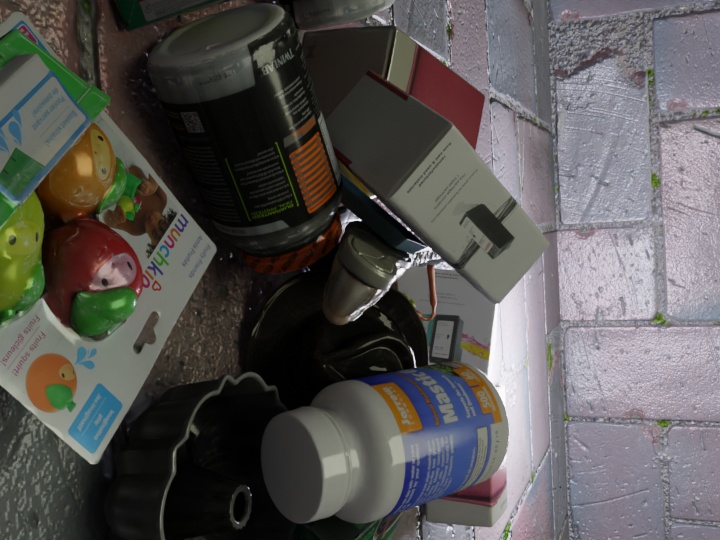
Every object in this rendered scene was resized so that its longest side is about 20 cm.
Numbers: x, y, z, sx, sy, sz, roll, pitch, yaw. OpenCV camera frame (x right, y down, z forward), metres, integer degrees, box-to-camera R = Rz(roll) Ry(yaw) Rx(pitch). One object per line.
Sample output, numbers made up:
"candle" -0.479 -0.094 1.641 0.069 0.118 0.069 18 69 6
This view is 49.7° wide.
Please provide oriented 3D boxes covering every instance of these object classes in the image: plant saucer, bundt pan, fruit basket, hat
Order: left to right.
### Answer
"fruit basket" -0.170 -0.025 0.444 0.200 0.093 0.186 51 39 -27
"bundt pan" -0.123 0.179 0.597 0.202 0.075 0.205 -2 90 -69
"plant saucer" -0.020 -0.083 0.771 0.019 0.200 0.070 -53 159 10
"hat" -0.008 0.095 0.740 0.081 0.198 0.203 -168 -109 -67

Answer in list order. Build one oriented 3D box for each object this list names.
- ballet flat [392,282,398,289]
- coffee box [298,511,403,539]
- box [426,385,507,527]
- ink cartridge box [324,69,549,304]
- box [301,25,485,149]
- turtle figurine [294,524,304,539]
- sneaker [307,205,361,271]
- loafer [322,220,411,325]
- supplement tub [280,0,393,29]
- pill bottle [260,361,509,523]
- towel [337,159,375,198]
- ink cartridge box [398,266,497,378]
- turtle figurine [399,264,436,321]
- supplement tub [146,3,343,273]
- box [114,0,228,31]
"ballet flat" 0.016 0.031 0.987 0.073 0.067 0.202 91 6 -56
"coffee box" -0.023 0.278 0.723 0.123 0.044 0.202 -27 144 -48
"box" 0.170 0.291 1.248 0.128 0.108 0.203 2 86 -68
"ink cartridge box" 0.070 -0.075 0.729 0.084 0.144 0.200 -47 133 3
"box" 0.033 -0.178 0.866 0.199 0.127 0.110 16 85 -52
"turtle figurine" -0.007 0.243 0.857 0.150 0.101 0.200 -54 157 10
"sneaker" -0.029 -0.004 0.838 0.200 0.083 0.122 -17 96 -71
"loafer" 0.000 0.000 0.711 0.063 0.072 0.200 -54 178 11
"supplement tub" -0.040 -0.353 0.765 0.123 0.121 0.202 -57 140 -54
"pill bottle" 0.022 0.142 0.645 0.198 0.111 0.114 -3 91 -42
"towel" 0.003 -0.125 0.956 0.086 0.018 0.200 54 23 5
"ink cartridge box" 0.104 0.121 1.039 0.147 0.144 0.202 76 22 -58
"turtle figurine" 0.002 0.080 0.833 0.160 0.064 0.202 -3 121 -35
"supplement tub" -0.086 -0.105 0.651 0.123 0.121 0.202 -65 146 -48
"box" -0.100 -0.247 0.633 0.200 0.116 0.049 -55 131 -55
